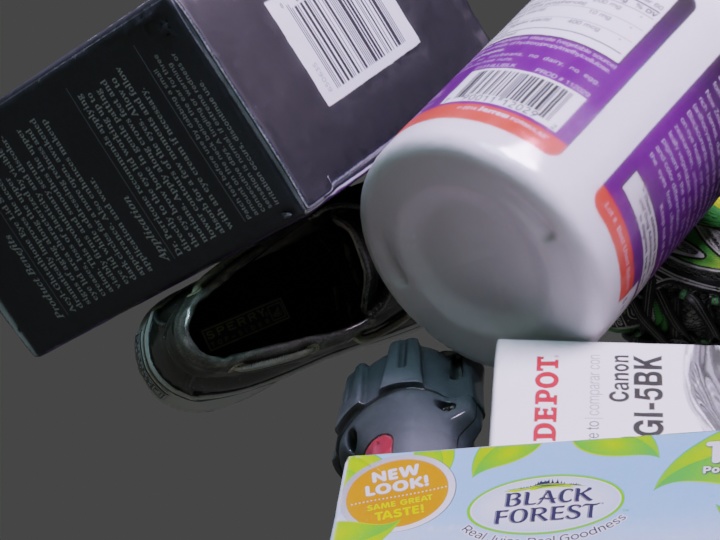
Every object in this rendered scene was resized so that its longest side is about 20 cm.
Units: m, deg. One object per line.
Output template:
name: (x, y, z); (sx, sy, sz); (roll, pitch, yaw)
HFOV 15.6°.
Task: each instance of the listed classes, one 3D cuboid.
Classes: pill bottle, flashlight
pill bottle: (0.097, -0.058, 1.061); (0.111, 0.112, 0.200); (18, 44, 29)
flashlight: (0.009, 0.100, 0.974); (0.068, 0.068, 0.200); (14, 27, -5)

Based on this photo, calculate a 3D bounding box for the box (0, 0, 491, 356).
box: (-0.068, -0.065, 1.112); (0.200, 0.104, 0.148); (-27, 9, 46)

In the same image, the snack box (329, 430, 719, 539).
snack box: (0.054, 0.135, 0.783); (0.142, 0.053, 0.200); (-4, 38, 13)

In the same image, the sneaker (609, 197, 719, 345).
sneaker: (0.148, 0.014, 1.103); (0.085, 0.078, 0.200); (-27, 30, -24)

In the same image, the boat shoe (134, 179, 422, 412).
boat shoe: (0.000, 0.000, 1.108); (0.200, 0.071, 0.064); (-29, -4, -28)

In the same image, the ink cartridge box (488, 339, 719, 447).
ink cartridge box: (0.142, 0.098, 0.945); (0.199, 0.083, 0.147); (1, 33, 4)
